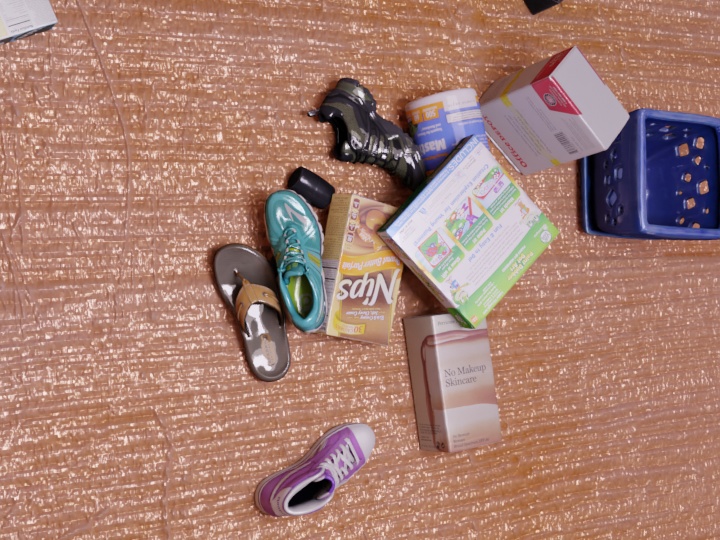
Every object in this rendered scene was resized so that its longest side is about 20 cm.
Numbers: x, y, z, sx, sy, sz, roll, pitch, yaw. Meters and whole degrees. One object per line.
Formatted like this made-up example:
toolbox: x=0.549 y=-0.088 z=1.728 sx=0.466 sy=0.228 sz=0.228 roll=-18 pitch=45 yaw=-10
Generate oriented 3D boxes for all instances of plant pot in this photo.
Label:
plant pot: x=0.468 y=-0.144 z=1.849 sx=0.199 sy=0.180 sz=0.201 roll=3 pitch=84 yaw=-29

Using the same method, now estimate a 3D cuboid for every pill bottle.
pill bottle: x=0.141 y=-0.164 z=1.705 sx=0.112 sy=0.112 sz=0.201 roll=-14 pitch=91 yaw=-30

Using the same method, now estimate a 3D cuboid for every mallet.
mallet: x=-0.093 y=-0.045 z=1.608 sx=0.066 sy=0.041 sz=0.201 roll=23 pitch=79 yaw=-28

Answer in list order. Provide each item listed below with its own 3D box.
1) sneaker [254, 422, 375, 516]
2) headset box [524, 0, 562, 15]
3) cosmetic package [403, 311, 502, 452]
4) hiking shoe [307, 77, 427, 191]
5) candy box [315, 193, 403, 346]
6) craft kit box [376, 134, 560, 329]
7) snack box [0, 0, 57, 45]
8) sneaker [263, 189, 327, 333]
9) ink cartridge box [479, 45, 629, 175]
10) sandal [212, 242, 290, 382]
sneaker: x=-0.039 y=0.278 z=1.559 sx=0.200 sy=0.114 sz=0.073 roll=-34 pitch=100 yaw=-29
headset box: x=0.326 y=-0.542 z=1.868 sx=0.200 sy=0.075 sz=0.149 roll=-44 pitch=106 yaw=-25
cosmetic package: x=0.137 y=0.161 z=1.684 sx=0.103 sy=0.087 sz=0.201 roll=-9 pitch=89 yaw=-28
hiking shoe: x=0.010 y=-0.180 z=1.664 sx=0.101 sy=0.076 sz=0.200 roll=-44 pitch=97 yaw=-16
candy box: x=0.000 y=0.000 z=1.622 sx=0.115 sy=0.055 sz=0.201 roll=13 pitch=85 yaw=-36
craft kit box: x=0.157 y=-0.055 z=1.628 sx=0.198 sy=0.048 sz=0.200 roll=46 pitch=76 yaw=-11
snack box: x=-0.492 y=-0.329 z=1.406 sx=0.199 sy=0.037 sz=0.117 roll=-26 pitch=97 yaw=-29
sneaker: x=-0.084 y=-0.015 z=1.538 sx=0.077 sy=0.080 sz=0.201 roll=-14 pitch=87 yaw=4
ink cartridge box: x=0.288 y=-0.242 z=1.747 sx=0.145 sy=0.200 sz=0.084 roll=47 pitch=62 yaw=-17
sandal: x=-0.143 y=0.059 z=1.545 sx=0.081 sy=0.055 sz=0.201 roll=-14 pitch=96 yaw=-9
